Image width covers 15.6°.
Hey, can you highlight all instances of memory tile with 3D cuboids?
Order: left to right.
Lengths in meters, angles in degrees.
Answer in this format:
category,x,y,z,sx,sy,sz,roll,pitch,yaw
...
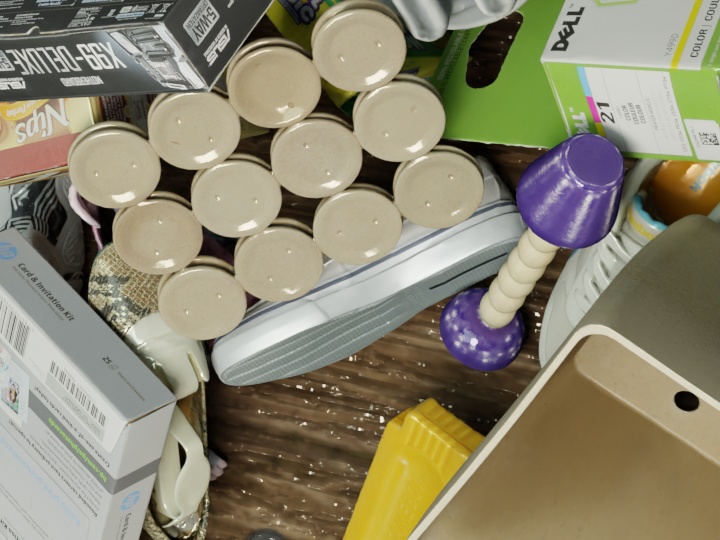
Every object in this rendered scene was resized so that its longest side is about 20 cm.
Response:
category,x,y,z,sx,sy,sz,roll,pitch,yaw
memory tile,-0.045,-0.053,1.427,0.200,0.017,0.153,-25,123,13

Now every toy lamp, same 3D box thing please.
category,x,y,z,sx,sy,sz,roll,pitch,yaw
toy lamp,0.094,-0.012,1.436,0.058,0.058,0.200,54,151,13

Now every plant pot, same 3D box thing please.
category,x,y,z,sx,sy,sz,roll,pitch,yaw
plant pot,0.172,0.091,1.359,0.200,0.177,0.200,33,130,-3

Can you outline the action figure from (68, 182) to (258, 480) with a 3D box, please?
category,x,y,z,sx,sy,sz,roll,pitch,yaw
action figure,-0.138,0.054,1.578,0.134,0.149,0.200,30,93,15

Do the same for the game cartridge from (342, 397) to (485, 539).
category,x,y,z,sx,sy,sz,roll,pitch,yaw
game cartridge,0.077,0.188,1.504,0.200,0.032,0.176,36,132,19

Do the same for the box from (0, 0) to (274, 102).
category,x,y,z,sx,sy,sz,roll,pitch,yaw
box,-0.124,-0.162,1.411,0.200,0.158,0.050,0,136,41

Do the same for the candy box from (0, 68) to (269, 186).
category,x,y,z,sx,sy,sz,roll,pitch,yaw
candy box,-0.151,-0.087,1.535,0.115,0.200,0.055,-11,91,26

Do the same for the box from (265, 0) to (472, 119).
category,x,y,z,sx,sy,sz,roll,pitch,yaw
box,-0.016,-0.162,1.508,0.048,0.117,0.200,-41,77,24

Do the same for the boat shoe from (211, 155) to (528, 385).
category,x,y,z,sx,sy,sz,roll,pitch,yaw
boat shoe,0.000,0.000,1.527,0.200,0.074,0.067,-24,68,-2

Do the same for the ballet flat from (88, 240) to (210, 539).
category,x,y,z,sx,sy,sz,roll,pitch,yaw
ballet flat,-0.111,0.078,1.519,0.075,0.068,0.200,-133,32,-52

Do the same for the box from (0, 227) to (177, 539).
category,x,y,z,sx,sy,sz,roll,pitch,yaw
box,-0.185,0.098,1.535,0.156,0.041,0.200,44,137,26

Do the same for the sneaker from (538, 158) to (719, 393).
category,x,y,z,sx,sy,sz,roll,pitch,yaw
sneaker,0.155,-0.011,1.457,0.076,0.081,0.200,37,110,17

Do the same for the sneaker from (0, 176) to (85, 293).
category,x,y,z,sx,sy,sz,roll,pitch,yaw
sneaker,-0.237,-0.040,1.655,0.115,0.075,0.200,3,91,27

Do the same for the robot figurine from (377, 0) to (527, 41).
category,x,y,z,sx,sy,sz,roll,pitch,yaw
robot figurine,0.051,-0.210,1.444,0.169,0.200,0.113,-14,127,19

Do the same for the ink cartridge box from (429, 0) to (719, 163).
category,x,y,z,sx,sy,sz,roll,pitch,yaw
ink cartridge box,0.128,-0.139,1.419,0.200,0.076,0.148,6,52,26
